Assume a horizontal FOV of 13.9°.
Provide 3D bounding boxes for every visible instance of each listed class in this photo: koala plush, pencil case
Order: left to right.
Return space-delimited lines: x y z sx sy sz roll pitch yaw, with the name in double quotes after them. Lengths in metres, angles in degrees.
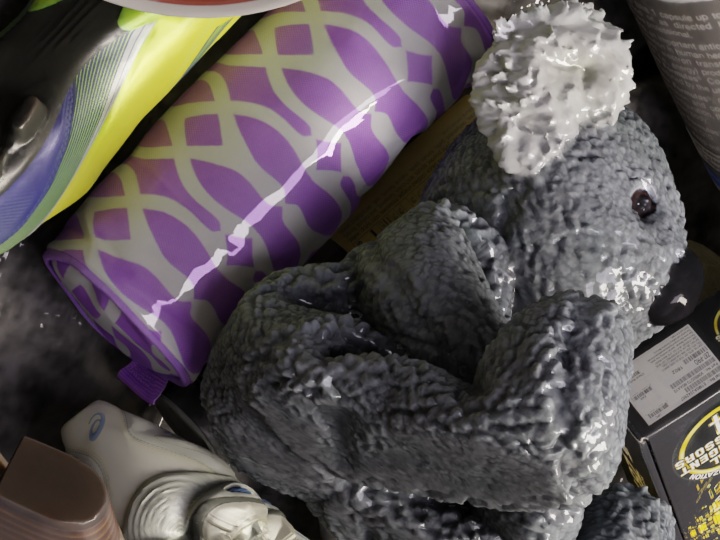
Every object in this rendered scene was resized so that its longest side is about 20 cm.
-0.033 -0.044 1.148 0.200 0.084 0.086 -44 155 -12 "pencil case"
0.055 0.008 1.117 0.200 0.183 0.178 -61 153 -26 "koala plush"

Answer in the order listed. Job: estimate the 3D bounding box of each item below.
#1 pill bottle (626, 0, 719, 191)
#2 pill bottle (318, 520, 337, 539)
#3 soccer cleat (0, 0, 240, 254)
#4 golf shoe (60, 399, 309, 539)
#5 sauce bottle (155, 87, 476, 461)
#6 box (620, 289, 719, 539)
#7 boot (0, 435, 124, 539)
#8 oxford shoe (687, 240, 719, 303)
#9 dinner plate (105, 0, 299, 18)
0.170 -0.126 1.246 0.114 0.114 0.200 -44 131 -14 "pill bottle"
0.041 0.128 1.262 0.111 0.111 0.200 -26 125 -27 "pill bottle"
-0.097 -0.079 1.102 0.200 0.065 0.084 -43 161 -20 "soccer cleat"
-0.068 0.107 1.191 0.078 0.097 0.200 -40 158 -11 "golf shoe"
0.000 0.000 1.204 0.200 0.065 0.065 -41 130 -15 "sauce bottle"
0.206 0.045 1.296 0.200 0.049 0.161 -33 146 -6 "box"
-0.170 0.084 1.085 0.070 0.200 0.146 -52 171 -33 "boot"
0.122 0.020 1.319 0.200 0.070 0.075 9 86 -45 "oxford shoe"
-0.057 -0.188 1.035 0.199 0.024 0.201 1 112 2 "dinner plate"
